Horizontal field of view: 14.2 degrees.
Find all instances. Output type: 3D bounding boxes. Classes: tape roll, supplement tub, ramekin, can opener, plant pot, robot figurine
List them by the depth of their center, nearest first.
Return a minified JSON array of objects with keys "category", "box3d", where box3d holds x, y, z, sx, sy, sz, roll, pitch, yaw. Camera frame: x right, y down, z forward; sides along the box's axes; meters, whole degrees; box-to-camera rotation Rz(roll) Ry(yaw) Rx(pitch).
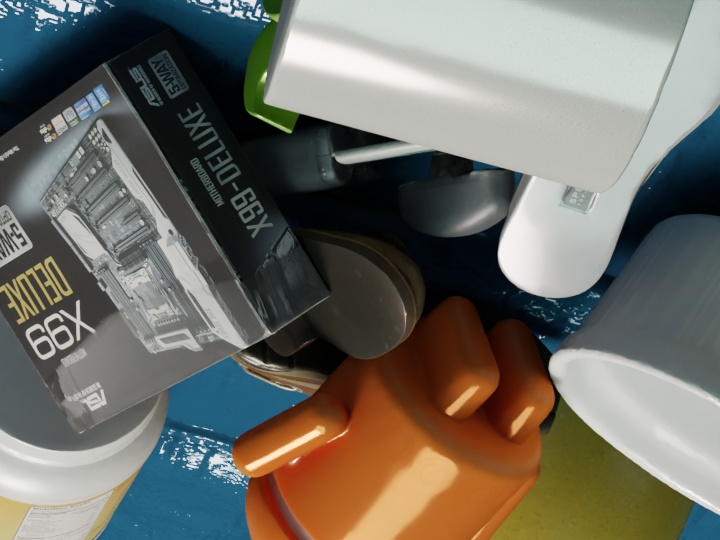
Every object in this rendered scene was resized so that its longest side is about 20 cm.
[{"category":"tape roll","box3d":[0.053,-0.143,1.104,0.139,0.203,0.203,15,152,-5]},{"category":"can opener","box3d":[-0.011,-0.041,1.455,0.200,0.067,0.053,-10,179,37]},{"category":"ramekin","box3d":[0.205,0.058,1.463,0.200,0.098,0.200,30,167,8]},{"category":"robot figurine","box3d":[0.015,0.103,1.529,0.117,0.144,0.200,47,118,12]},{"category":"supplement tub","box3d":[-0.193,0.084,1.691,0.145,0.145,0.200,18,152,-9]},{"category":"plant pot","box3d":[0.096,0.162,1.714,0.200,0.142,0.200,10,153,5]}]

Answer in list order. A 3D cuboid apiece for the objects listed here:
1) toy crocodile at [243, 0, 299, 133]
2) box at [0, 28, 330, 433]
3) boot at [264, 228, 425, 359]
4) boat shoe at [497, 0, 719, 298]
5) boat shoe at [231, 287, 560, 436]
[{"category":"toy crocodile","box3d":[0.016,-0.118,1.315,0.067,0.062,0.200,33,146,-33]},{"category":"box","box3d":[-0.124,-0.016,1.491,0.200,0.050,0.158,-26,95,51]},{"category":"boot","box3d":[0.000,0.000,1.487,0.074,0.075,0.200,64,163,-7]},{"category":"boat shoe","box3d":[0.122,-0.075,1.347,0.072,0.066,0.200,18,131,-3]},{"category":"boat shoe","box3d":[0.014,0.047,1.621,0.200,0.076,0.074,18,162,-4]}]
